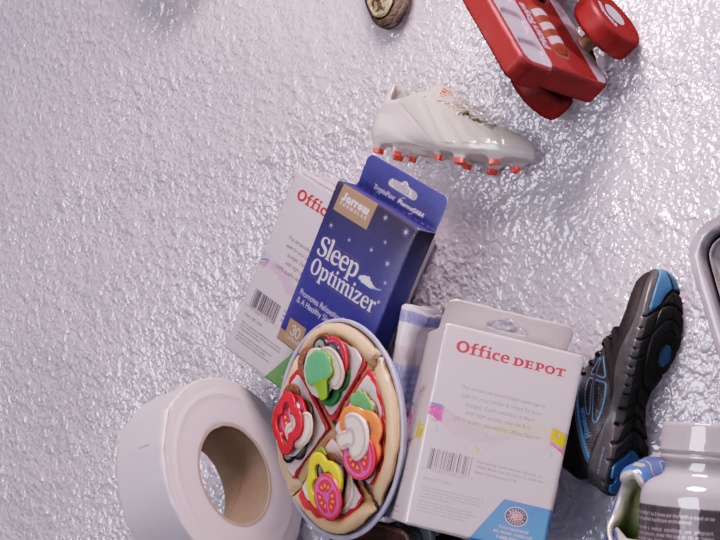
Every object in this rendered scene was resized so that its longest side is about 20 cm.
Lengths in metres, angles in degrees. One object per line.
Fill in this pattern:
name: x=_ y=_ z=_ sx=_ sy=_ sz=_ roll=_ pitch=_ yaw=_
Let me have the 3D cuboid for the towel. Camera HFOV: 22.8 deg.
towel: x=0.044 y=0.129 z=1.672 sx=0.024 sy=0.147 sz=0.203 roll=9 pitch=89 yaw=12

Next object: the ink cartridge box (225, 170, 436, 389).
ink cartridge box: x=-0.031 y=0.022 z=1.781 sx=0.144 sy=0.084 sz=0.202 roll=32 pitch=104 yaw=38

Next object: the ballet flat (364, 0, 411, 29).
ballet flat: x=0.018 y=-0.346 z=1.823 sx=0.067 sy=0.046 sz=0.203 roll=-10 pitch=77 yaw=39

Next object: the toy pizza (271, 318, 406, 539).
toy pizza: x=-0.027 y=0.145 z=1.630 sx=0.199 sy=0.031 sz=0.203 roll=-5 pitch=84 yaw=54

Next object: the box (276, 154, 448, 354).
box: x=0.000 y=0.000 z=1.678 sx=0.121 sy=0.032 sz=0.202 roll=32 pitch=104 yaw=42

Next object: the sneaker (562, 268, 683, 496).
sneaker: x=0.221 y=0.091 z=1.564 sx=0.081 sy=0.073 sz=0.202 roll=22 pitch=96 yaw=42

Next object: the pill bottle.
pill bottle: x=0.277 y=0.225 z=1.436 sx=0.110 sy=0.110 sz=0.203 roll=0 pitch=84 yaw=40

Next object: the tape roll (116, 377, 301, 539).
tape roll: x=-0.148 y=0.211 z=1.775 sx=0.070 sy=0.201 sz=0.205 roll=-23 pitch=69 yaw=35

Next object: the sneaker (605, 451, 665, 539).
sneaker: x=0.234 y=0.254 z=1.524 sx=0.075 sy=0.077 sz=0.203 roll=4 pitch=87 yaw=39

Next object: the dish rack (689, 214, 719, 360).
dish rack: x=0.370 y=0.029 z=1.466 sx=0.171 sy=0.043 sz=0.202 roll=-29 pitch=66 yaw=35

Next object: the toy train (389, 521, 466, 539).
toy train: x=0.073 y=0.313 z=1.654 sx=0.114 sy=0.085 sz=0.201 roll=-46 pitch=56 yaw=37

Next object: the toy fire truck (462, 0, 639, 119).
toy fire truck: x=0.147 y=-0.239 z=1.616 sx=0.112 sy=0.167 sz=0.201 roll=-41 pitch=60 yaw=28

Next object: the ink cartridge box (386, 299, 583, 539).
ink cartridge box: x=0.111 y=0.137 z=1.577 sx=0.125 sy=0.127 sz=0.202 roll=137 pitch=147 yaw=-81

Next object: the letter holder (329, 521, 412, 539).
letter holder: x=-0.024 y=0.310 z=1.654 sx=0.200 sy=0.099 sz=0.144 roll=162 pitch=101 yaw=-67

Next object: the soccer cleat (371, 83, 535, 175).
soccer cleat: x=0.087 y=-0.140 z=1.720 sx=0.199 sy=0.069 sz=0.079 roll=12 pitch=88 yaw=44
